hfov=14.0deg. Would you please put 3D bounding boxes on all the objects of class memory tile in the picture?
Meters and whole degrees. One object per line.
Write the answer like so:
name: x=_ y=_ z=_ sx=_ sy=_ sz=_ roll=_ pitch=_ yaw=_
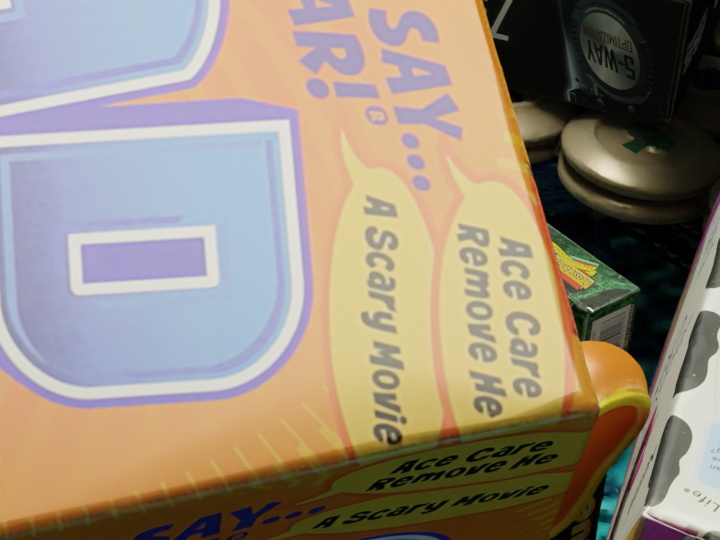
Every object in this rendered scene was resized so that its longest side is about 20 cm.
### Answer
memory tile: x=0.087 y=-0.063 z=0.921 sx=0.199 sy=0.017 sz=0.153 roll=23 pitch=35 yaw=22

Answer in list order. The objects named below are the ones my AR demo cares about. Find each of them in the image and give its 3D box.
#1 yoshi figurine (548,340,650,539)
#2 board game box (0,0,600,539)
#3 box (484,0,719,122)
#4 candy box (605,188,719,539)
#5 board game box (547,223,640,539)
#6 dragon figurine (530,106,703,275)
yoshi figurine: x=-0.014 y=-0.025 z=0.737 sx=0.112 sy=0.112 sz=0.200 roll=-39 pitch=59 yaw=1
board game box: x=-0.086 y=-0.013 z=0.571 sx=0.199 sy=0.200 sz=0.201 roll=-12 pitch=70 yaw=-8
box: x=0.023 y=-0.122 z=0.942 sx=0.199 sy=0.044 sz=0.160 roll=14 pitch=33 yaw=11
candy box: x=0.098 y=0.057 z=0.752 sx=0.061 sy=0.137 sz=0.200 roll=18 pitch=37 yaw=4
board game box: x=0.000 y=0.000 z=0.850 sx=0.023 sy=0.105 sz=0.200 roll=-20 pitch=42 yaw=-35
dragon figurine: x=0.050 y=-0.021 z=0.919 sx=0.199 sy=0.059 sz=0.100 roll=0 pitch=34 yaw=-12
